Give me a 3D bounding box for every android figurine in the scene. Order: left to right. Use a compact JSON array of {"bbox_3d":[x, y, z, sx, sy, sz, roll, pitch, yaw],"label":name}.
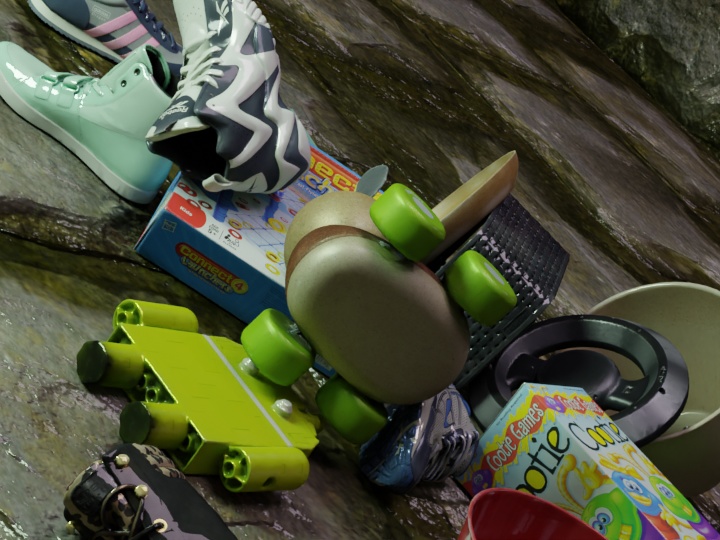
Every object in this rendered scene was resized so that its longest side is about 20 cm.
[{"bbox_3d":[-0.104,0.091,1.229,0.199,0.041,0.182,11,31,-49],"label":"android figurine"}]

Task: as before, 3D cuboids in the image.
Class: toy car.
[{"bbox_3d":[0.000,0.000,1.330,0.158,0.164,0.200,41,13,-27],"label":"toy car"}]

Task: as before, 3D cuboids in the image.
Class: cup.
[{"bbox_3d":[0.292,0.132,1.643,0.144,0.199,0.201,62,0,-38],"label":"cup"}]

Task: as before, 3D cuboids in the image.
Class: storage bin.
[{"bbox_3d":[0.110,0.017,1.612,0.094,0.135,0.200,45,18,-3],"label":"storage bin"}]

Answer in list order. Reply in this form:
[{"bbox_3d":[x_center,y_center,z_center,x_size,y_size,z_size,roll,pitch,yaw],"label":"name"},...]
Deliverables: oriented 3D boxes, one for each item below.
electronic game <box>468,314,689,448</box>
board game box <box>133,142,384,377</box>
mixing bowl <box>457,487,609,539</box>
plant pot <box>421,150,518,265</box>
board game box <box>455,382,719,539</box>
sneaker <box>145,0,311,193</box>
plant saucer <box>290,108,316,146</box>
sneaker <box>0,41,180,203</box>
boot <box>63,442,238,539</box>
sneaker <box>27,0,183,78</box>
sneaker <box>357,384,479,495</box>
[{"bbox_3d":[0.196,0.104,1.564,0.198,0.042,0.201,-7,35,5],"label":"electronic game"},{"bbox_3d":[-0.069,-0.035,1.481,0.199,0.056,0.196,33,37,-10],"label":"board game box"},{"bbox_3d":[0.123,0.251,1.141,0.199,0.109,0.200,32,20,-13],"label":"mixing bowl"},{"bbox_3d":[0.075,-0.040,1.626,0.028,0.200,0.200,50,18,-3],"label":"plant pot"},{"bbox_3d":[0.189,0.197,1.396,0.200,0.103,0.105,48,21,30],"label":"board game box"},{"bbox_3d":[-0.130,-0.150,1.413,0.129,0.079,0.201,-19,89,-50],"label":"sneaker"},{"bbox_3d":[-0.055,-0.080,1.678,0.019,0.070,0.200,13,29,-34],"label":"plant saucer"},{"bbox_3d":[-0.227,-0.164,1.495,0.200,0.119,0.074,38,20,9],"label":"sneaker"},{"bbox_3d":[-0.110,0.171,0.971,0.151,0.073,0.200,43,16,16],"label":"boot"},{"bbox_3d":[-0.233,-0.255,1.760,0.199,0.082,0.070,23,22,-35],"label":"sneaker"},{"bbox_3d":[0.058,0.130,1.373,0.085,0.077,0.200,40,19,-6],"label":"sneaker"}]
